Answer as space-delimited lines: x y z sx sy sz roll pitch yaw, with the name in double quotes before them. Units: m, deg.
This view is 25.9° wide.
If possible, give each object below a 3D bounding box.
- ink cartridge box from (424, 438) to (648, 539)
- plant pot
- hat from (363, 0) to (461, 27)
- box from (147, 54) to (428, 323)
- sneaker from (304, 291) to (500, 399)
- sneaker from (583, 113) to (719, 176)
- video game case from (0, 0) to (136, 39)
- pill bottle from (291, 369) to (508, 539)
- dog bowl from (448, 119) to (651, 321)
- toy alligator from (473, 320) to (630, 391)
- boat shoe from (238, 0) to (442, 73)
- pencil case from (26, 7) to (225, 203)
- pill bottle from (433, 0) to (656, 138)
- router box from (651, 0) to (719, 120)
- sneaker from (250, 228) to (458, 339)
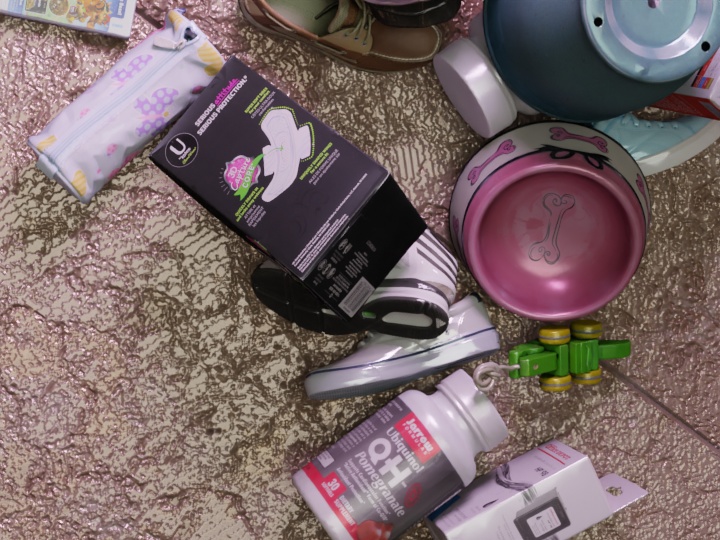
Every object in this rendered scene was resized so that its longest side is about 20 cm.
"ink cartridge box" 0.169 0.228 1.545 0.199 0.116 0.067 -27 97 -8
"plant pot" 0.229 -0.229 1.370 0.199 0.188 0.201 -1 96 -12
"hat" 0.051 -0.275 1.449 0.200 0.201 0.081 -18 132 -8
"box" -0.064 -0.072 1.425 0.200 0.149 0.124 39 86 23
"sneaker" 0.036 0.074 1.541 0.199 0.073 0.071 -15 77 -12
"sneaker" 0.263 -0.134 1.556 0.199 0.074 0.082 -20 102 -9
"video game case" -0.303 -0.307 1.470 0.199 0.018 0.144 10 92 -11
"pill bottle" 0.042 0.187 1.521 0.200 0.111 0.111 -37 99 -6
"dog bowl" 0.185 -0.039 1.511 0.199 0.074 0.201 1 116 2
"toy alligator" 0.178 0.086 1.542 0.199 0.054 0.060 -8 102 -32
"boat shoe" -0.019 -0.238 1.498 0.199 0.074 0.076 12 92 -11
"pencil case" -0.216 -0.153 1.461 0.200 0.091 0.083 -42 100 -4
"pill bottle" 0.177 -0.224 1.514 0.200 0.114 0.114 -35 99 -6
"router box" 0.345 -0.249 1.507 0.049 0.179 0.200 30 89 -27
"sneaker" 0.000 0.000 1.530 0.200 0.116 0.076 9 137 12
